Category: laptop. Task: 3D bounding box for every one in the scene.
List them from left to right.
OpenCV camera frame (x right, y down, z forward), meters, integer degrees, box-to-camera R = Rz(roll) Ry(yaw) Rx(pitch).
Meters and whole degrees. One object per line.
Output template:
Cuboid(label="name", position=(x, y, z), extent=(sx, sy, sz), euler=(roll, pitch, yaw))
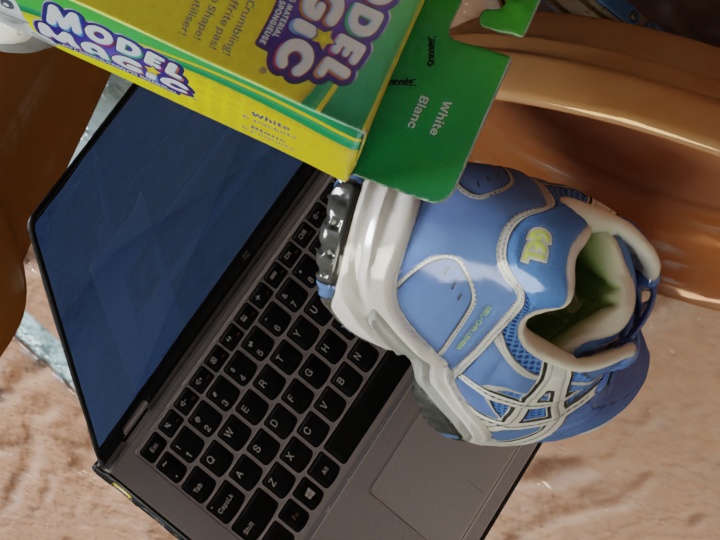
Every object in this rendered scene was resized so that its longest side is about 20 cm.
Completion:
Cuboid(label="laptop", position=(0.000, 0.000, 0.850), extent=(0.200, 0.188, 0.116), euler=(40, 150, -9))

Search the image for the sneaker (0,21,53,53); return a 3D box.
Cuboid(label="sneaker", position=(-0.073, -0.117, 0.789), extent=(0.077, 0.200, 0.079), euler=(24, 119, -5))

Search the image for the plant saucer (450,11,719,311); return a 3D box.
Cuboid(label="plant saucer", position=(0.097, -0.030, 0.787), extent=(0.199, 0.038, 0.200), euler=(19, 170, 3))

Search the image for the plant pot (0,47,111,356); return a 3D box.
Cuboid(label="plant pot", position=(-0.181, -0.066, 0.944), extent=(0.199, 0.184, 0.201), euler=(25, 148, 17))

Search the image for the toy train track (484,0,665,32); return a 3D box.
Cuboid(label="toy train track", position=(0.055, -0.080, 0.788), extent=(0.199, 0.033, 0.114), euler=(34, 164, -28))

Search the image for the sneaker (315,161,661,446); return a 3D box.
Cuboid(label="sneaker", position=(0.057, 0.018, 0.795), extent=(0.077, 0.076, 0.200), euler=(12, 172, 26))

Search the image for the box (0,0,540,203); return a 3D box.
Cuboid(label="box", position=(-0.044, -0.108, 0.685), extent=(0.199, 0.118, 0.048), euler=(24, 165, -1))
